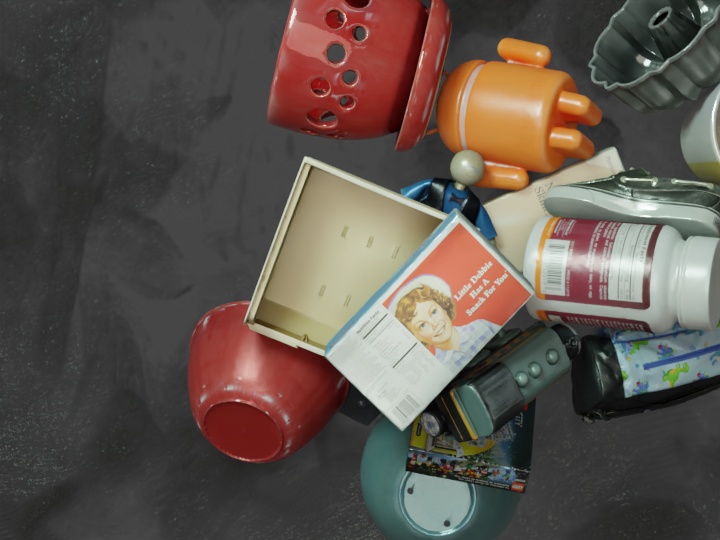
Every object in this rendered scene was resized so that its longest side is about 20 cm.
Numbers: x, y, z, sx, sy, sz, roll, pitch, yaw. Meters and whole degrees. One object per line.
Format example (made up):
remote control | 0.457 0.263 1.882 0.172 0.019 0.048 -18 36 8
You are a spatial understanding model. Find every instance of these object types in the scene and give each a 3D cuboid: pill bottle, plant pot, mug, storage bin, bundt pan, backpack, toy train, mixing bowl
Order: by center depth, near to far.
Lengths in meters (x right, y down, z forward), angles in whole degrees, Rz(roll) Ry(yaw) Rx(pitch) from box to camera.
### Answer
pill bottle | 0.282 0.005 1.481 0.197 0.114 0.116 6 94 25
toy train | 0.153 0.118 1.492 0.199 0.113 0.086 -29 96 -35
storage bin | -0.002 0.005 1.493 0.197 0.094 0.201 21 98 -3
bundt pan | 0.353 -0.254 1.532 0.076 0.202 0.202 41 97 -22
mug | 0.421 -0.134 1.533 0.148 0.153 0.189 21 87 -9
plant pot | 0.003 -0.242 1.560 0.180 0.200 0.204 13 95 -1
backpack | 0.344 0.093 1.569 0.197 0.163 0.156 -2 79 -1
mixing bowl | -0.119 0.147 1.589 0.197 0.109 0.202 8 131 10
plant pot | 0.092 0.248 1.609 0.197 0.135 0.204 0 94 5

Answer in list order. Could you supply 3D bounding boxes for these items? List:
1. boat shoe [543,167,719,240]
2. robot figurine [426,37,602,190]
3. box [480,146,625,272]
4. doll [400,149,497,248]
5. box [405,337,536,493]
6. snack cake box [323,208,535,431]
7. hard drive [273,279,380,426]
boat shoe | 0.301 -0.075 1.521 0.197 0.071 0.064 10 64 21
robot figurine | 0.171 -0.177 1.572 0.198 0.117 0.146 13 126 27
box | 0.218 -0.062 1.606 0.198 0.078 0.096 -25 91 7
doll | 0.092 -0.038 1.557 0.135 0.048 0.203 20 98 -4
box | 0.130 0.154 1.574 0.134 0.201 0.038 11 131 2
snack cake box | 0.069 0.049 1.420 0.115 0.067 0.200 44 97 -5
hard drive | -0.039 0.089 1.617 0.199 0.043 0.135 33 131 -11
